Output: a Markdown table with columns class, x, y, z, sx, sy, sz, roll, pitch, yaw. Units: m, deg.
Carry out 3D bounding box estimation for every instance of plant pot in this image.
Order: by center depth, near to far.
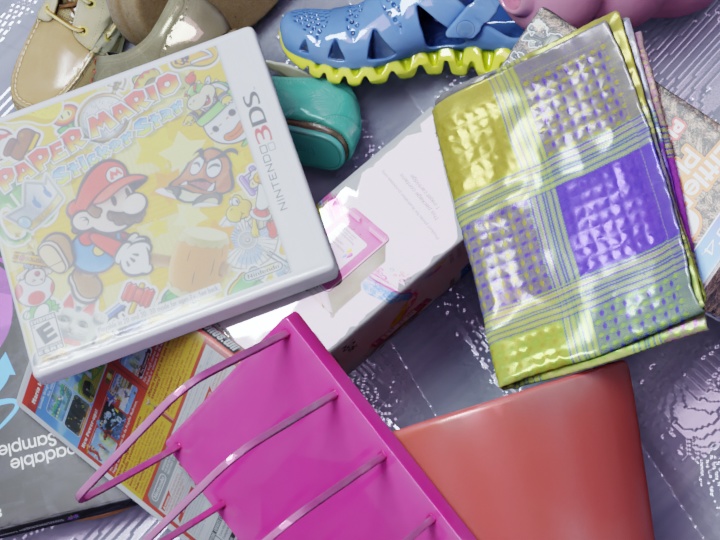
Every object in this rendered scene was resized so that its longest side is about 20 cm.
| class | x | y | z | sx | sy | sz | roll | pitch | yaw |
| --- | --- | --- | --- | --- | --- | --- | --- | --- | --- |
| plant pot | 0.100 | 0.169 | 1.113 | 0.198 | 0.200 | 0.179 | -18 | 85 | 3 |

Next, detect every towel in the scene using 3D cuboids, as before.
| class | x | y | z | sx | sy | sz | roll | pitch | yaw |
| --- | --- | --- | --- | --- | --- | --- | --- | --- | --- |
| towel | 0.121 | -0.041 | 1.057 | 0.142 | 0.023 | 0.202 | -20 | 70 | 24 |

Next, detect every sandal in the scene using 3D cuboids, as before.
| class | x | y | z | sx | sy | sz | roll | pitch | yaw |
| --- | --- | --- | --- | --- | --- | --- | --- | --- | --- |
| sandal | 0.040 | -0.181 | 1.240 | 0.198 | 0.088 | 0.080 | -4 | 33 | 2 |

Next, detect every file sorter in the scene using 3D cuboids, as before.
| class | x | y | z | sx | sy | sz | roll | pitch | yaw |
| --- | --- | --- | --- | --- | --- | --- | --- | --- | --- |
| file sorter | -0.047 | 0.157 | 1.021 | 0.201 | 0.125 | 0.139 | 51 | 124 | 9 |

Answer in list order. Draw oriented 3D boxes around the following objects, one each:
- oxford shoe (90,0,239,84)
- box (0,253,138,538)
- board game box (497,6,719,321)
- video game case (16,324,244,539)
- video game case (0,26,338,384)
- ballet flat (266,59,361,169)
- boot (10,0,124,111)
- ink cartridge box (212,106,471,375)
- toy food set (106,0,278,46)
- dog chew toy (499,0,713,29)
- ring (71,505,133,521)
| class | x | y | z | sx | sy | sz | roll | pitch | yaw |
| --- | --- | --- | --- | --- | --- | --- | --- | --- | --- |
| oxford shoe | -0.162 | -0.111 | 1.215 | 0.200 | 0.070 | 0.075 | -44 | 93 | 13 |
| box | -0.230 | 0.079 | 1.232 | 0.141 | 0.036 | 0.202 | -14 | 76 | 5 |
| board game box | 0.189 | -0.059 | 1.127 | 0.200 | 0.159 | 0.097 | 39 | 100 | 29 |
| video game case | -0.130 | 0.086 | 1.140 | 0.199 | 0.017 | 0.144 | 35 | 121 | 19 |
| video game case | -0.134 | -0.044 | 1.120 | 0.198 | 0.023 | 0.184 | -20 | 67 | 0 |
| ballet flat | -0.092 | -0.121 | 1.272 | 0.198 | 0.068 | 0.071 | 11 | 54 | 10 |
| boot | -0.204 | -0.210 | 1.253 | 0.072 | 0.156 | 0.201 | 30 | 82 | 14 |
| ink cartridge box | 0.000 | 0.000 | 1.179 | 0.199 | 0.145 | 0.085 | -39 | 80 | -2 |
| toy food set | -0.102 | -0.241 | 1.228 | 0.200 | 0.198 | 0.049 | -48 | 61 | -2 |
| dog chew toy | 0.171 | -0.217 | 1.193 | 0.199 | 0.125 | 0.125 | -27 | 72 | -31 |
| ring | -0.200 | 0.077 | 1.255 | 0.198 | 0.019 | 0.203 | -2 | 75 | 8 |
